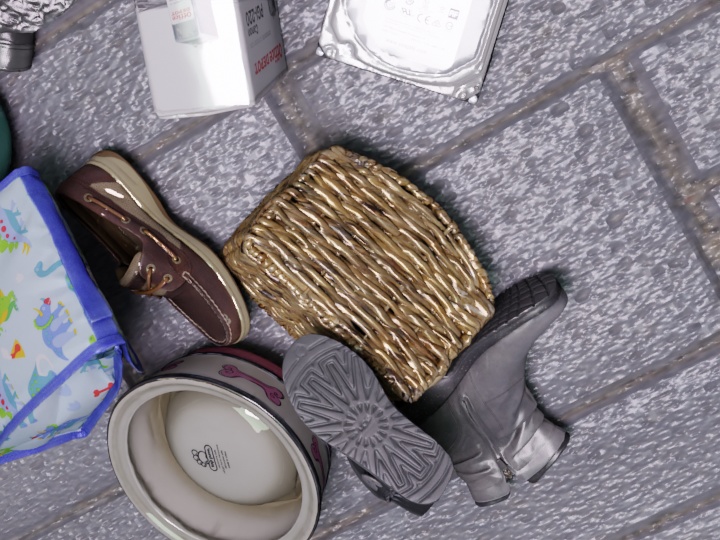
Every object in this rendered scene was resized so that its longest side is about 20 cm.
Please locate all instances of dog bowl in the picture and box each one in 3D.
[{"bbox_3d":[-0.113,0.154,1.226,0.199,0.074,0.201,12,125,17],"label":"dog bowl"}]

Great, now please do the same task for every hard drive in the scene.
[{"bbox_3d":[0.056,-0.245,1.113,0.139,0.038,0.201,18,109,3],"label":"hard drive"}]

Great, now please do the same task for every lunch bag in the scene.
[{"bbox_3d":[-0.265,0.037,1.157,0.171,0.127,0.200,59,141,16],"label":"lunch bag"}]

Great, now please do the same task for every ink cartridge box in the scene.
[{"bbox_3d":[-0.120,-0.230,1.089,0.084,0.146,0.202,-4,107,9],"label":"ink cartridge box"}]

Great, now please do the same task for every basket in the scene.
[{"bbox_3d":[0.000,0.000,1.188,0.200,0.149,0.143,43,76,-6],"label":"basket"}]

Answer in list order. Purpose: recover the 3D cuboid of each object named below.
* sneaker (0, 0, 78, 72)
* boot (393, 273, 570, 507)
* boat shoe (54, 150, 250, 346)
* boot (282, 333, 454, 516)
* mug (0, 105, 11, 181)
[{"bbox_3d":[-0.326,-0.229,1.172,0.198,0.060,0.105,14,111,-1],"label":"sneaker"},{"bbox_3d":[0.132,0.102,1.204,0.132,0.070,0.200,42,120,-8],"label":"boot"},{"bbox_3d":[-0.177,-0.006,1.197,0.200,0.072,0.072,51,142,-6],"label":"boat shoe"},{"bbox_3d":[0.005,0.131,1.168,0.066,0.200,0.165,-43,82,-5],"label":"boot"},{"bbox_3d":[-0.384,-0.105,1.189,0.183,0.114,0.153,7,110,8],"label":"mug"}]
